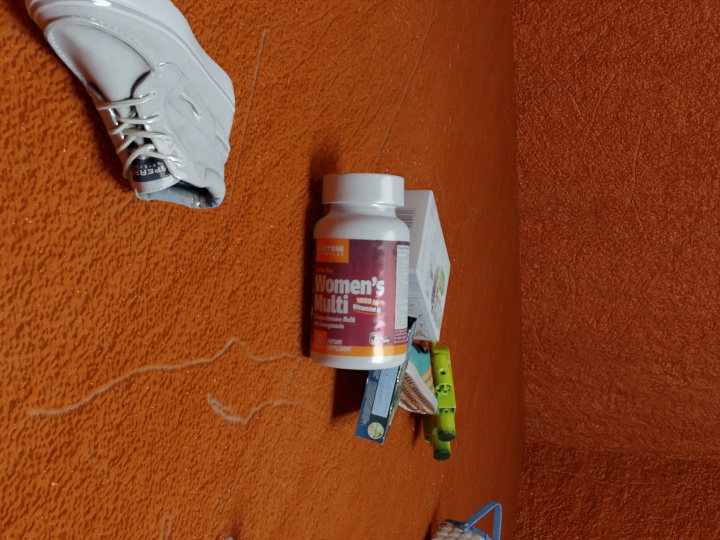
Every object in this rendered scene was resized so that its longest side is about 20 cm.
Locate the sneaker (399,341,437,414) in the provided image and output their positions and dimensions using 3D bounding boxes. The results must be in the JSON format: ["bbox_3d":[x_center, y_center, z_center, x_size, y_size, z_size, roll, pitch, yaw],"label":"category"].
[{"bbox_3d":[0.085,0.158,1.180,0.201,0.070,0.081,63,38,-54],"label":"sneaker"}]

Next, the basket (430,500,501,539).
[{"bbox_3d":[0.209,0.558,1.471,0.198,0.138,0.180,-10,104,-41],"label":"basket"}]

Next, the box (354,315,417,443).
[{"bbox_3d":[0.037,0.130,0.984,0.200,0.037,0.139,-4,107,-83],"label":"box"}]

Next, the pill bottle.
[{"bbox_3d":[0.000,0.000,0.834,0.109,0.107,0.205,-2,93,-72],"label":"pill bottle"}]

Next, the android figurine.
[{"bbox_3d":[0.133,0.217,1.321,0.184,0.040,0.203,93,-5,-49],"label":"android figurine"}]

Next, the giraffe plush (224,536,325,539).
[{"bbox_3d":[-0.060,0.344,0.669,0.163,0.170,0.202,81,-16,-59],"label":"giraffe plush"}]

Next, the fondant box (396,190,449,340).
[{"bbox_3d":[0.090,-0.004,1.179,0.201,0.057,0.146,66,31,-52],"label":"fondant box"}]

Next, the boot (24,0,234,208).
[{"bbox_3d":[-0.129,-0.097,0.470,0.200,0.072,0.098,26,60,-72],"label":"boot"}]
